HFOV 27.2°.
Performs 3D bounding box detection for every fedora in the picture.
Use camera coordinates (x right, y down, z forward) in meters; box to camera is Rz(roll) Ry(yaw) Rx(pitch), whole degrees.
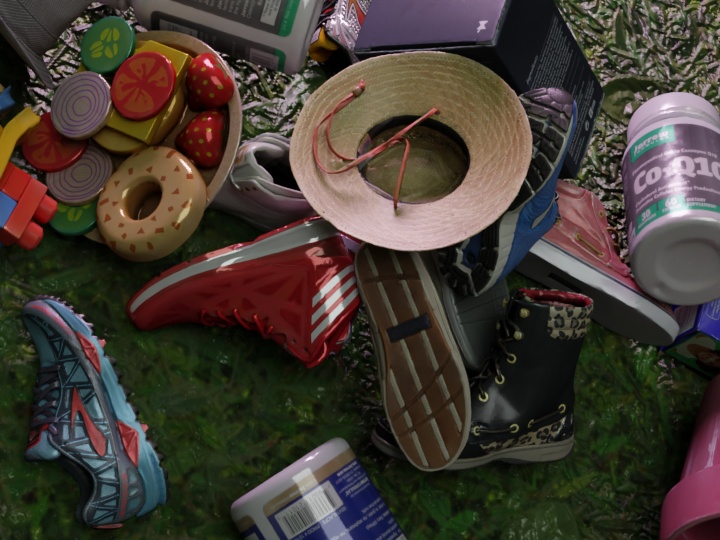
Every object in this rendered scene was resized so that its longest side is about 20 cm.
[{"bbox_3d":[-0.287,-0.259,1.241,0.090,0.177,0.200,-38,106,1],"label":"fedora"}]

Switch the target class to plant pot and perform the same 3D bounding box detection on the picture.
[{"bbox_3d":[0.375,0.191,1.358,0.199,0.200,0.180,21,51,-13],"label":"plant pot"}]

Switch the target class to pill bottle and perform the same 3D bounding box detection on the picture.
[{"bbox_3d":[-0.134,-0.257,1.326,0.199,0.113,0.114,18,67,-1],"label":"pill bottle"},{"bbox_3d":[-0.011,0.249,1.222,0.115,0.116,0.201,-30,85,-26],"label":"pill bottle"},{"bbox_3d":[0.307,-0.073,1.421,0.112,0.113,0.201,20,41,-13],"label":"pill bottle"}]

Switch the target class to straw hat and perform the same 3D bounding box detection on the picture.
[{"bbox_3d":[0.046,-0.084,1.246,0.199,0.085,0.202,-3,63,7],"label":"straw hat"}]

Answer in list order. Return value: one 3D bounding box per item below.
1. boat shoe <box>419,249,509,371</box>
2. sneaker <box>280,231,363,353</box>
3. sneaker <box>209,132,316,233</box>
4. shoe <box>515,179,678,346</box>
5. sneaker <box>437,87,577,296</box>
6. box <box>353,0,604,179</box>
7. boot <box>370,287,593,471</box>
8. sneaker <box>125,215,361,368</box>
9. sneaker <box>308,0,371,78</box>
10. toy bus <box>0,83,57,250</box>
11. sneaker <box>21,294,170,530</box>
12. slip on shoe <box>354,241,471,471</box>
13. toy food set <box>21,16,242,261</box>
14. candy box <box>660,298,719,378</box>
[{"bbox_3d":[0.079,-0.001,1.376,0.074,0.065,0.203,-20,85,-38],"label":"boat shoe"},{"bbox_3d":[0.000,0.000,1.313,0.199,0.071,0.113,-27,84,1],"label":"sneaker"},{"bbox_3d":[-0.121,-0.097,1.297,0.199,0.116,0.074,18,69,-12],"label":"sneaker"},{"bbox_3d":[0.230,-0.012,1.425,0.199,0.071,0.091,30,68,-5],"label":"shoe"},{"bbox_3d":[0.137,-0.074,1.304,0.078,0.201,0.089,39,32,22],"label":"sneaker"},{"bbox_3d":[0.111,-0.179,1.345,0.200,0.147,0.105,50,52,-46],"label":"box"},{"bbox_3d":[0.111,0.092,1.305,0.202,0.073,0.155,1,109,-26],"label":"boot"},{"bbox_3d":[-0.094,0.039,1.250,0.199,0.078,0.116,-23,81,11],"label":"sneaker"},{"bbox_3d":[-0.011,-0.236,1.406,0.082,0.078,0.202,-7,75,-21],"label":"sneaker"},{"bbox_3d":[-0.331,-0.107,1.221,0.191,0.135,0.201,31,61,-22],"label":"toy bus"},{"bbox_3d":[-0.234,0.116,1.204,0.095,0.079,0.201,-27,83,-24],"label":"sneaker"},{"bbox_3d":[0.044,0.066,1.249,0.076,0.061,0.201,-20,87,9],"label":"slip on shoe"},{"bbox_3d":[-0.193,-0.113,1.262,0.197,0.049,0.201,23,85,26],"label":"toy food set"},{"bbox_3d":[0.416,0.041,1.475,0.199,0.077,0.170,27,64,-9],"label":"candy box"}]
